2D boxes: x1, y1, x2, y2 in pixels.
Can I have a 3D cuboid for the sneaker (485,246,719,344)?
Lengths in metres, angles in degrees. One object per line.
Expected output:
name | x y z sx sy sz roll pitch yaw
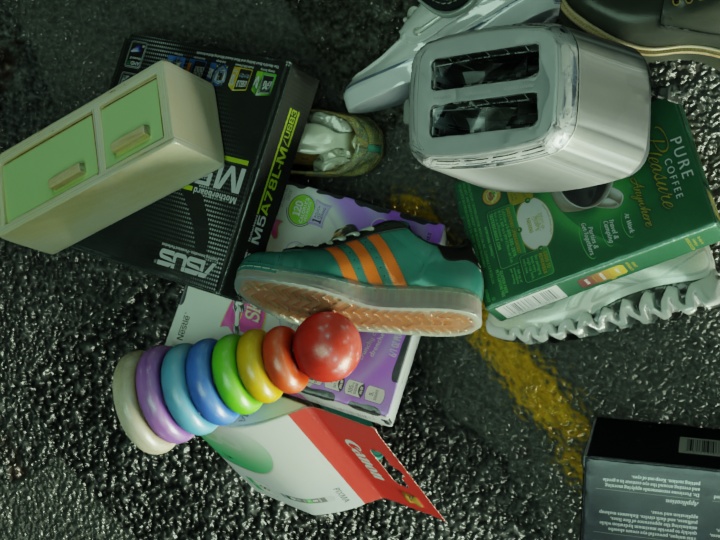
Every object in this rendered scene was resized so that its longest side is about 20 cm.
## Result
sneaker | 0.198 0.014 1.179 0.198 0.075 0.082 -14 86 15

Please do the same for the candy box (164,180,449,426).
candy box | -0.044 0.021 1.203 0.198 0.072 0.169 16 80 9

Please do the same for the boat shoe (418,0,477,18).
boat shoe | 0.034 -0.293 1.119 0.075 0.060 0.201 -30 77 15

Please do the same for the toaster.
toaster | 0.129 -0.122 1.074 0.199 0.129 0.115 0 85 40

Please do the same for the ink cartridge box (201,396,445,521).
ink cartridge box | -0.044 0.161 1.198 0.199 0.161 0.050 17 65 38

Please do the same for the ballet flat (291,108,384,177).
ballet flat | -0.079 -0.113 1.217 0.198 0.071 0.071 5 104 14

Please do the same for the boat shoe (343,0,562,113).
boat shoe | 0.069 -0.194 1.165 0.199 0.074 0.066 -25 81 15

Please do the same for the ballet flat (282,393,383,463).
ballet flat | -0.058 0.107 1.270 0.067 0.068 0.201 -41 80 24

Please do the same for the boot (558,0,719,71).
boot | 0.257 -0.220 1.063 0.198 0.139 0.078 10 61 2

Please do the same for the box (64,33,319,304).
box | -0.146 -0.089 1.183 0.199 0.047 0.195 16 85 37

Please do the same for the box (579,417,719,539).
box | 0.283 0.232 1.185 0.198 0.104 0.184 5 103 14

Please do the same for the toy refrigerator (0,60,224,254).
toy refrigerator | -0.210 -0.089 1.159 0.199 0.070 0.077 -23 64 29

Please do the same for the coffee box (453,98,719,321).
coffee box | 0.182 -0.048 1.148 0.199 0.044 0.124 -23 63 18

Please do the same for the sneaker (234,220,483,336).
sneaker | 0.000 0.000 1.128 0.198 0.071 0.081 8 62 -10

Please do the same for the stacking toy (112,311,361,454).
stacking toy | -0.092 0.080 1.115 0.198 0.085 0.086 -18 98 20
